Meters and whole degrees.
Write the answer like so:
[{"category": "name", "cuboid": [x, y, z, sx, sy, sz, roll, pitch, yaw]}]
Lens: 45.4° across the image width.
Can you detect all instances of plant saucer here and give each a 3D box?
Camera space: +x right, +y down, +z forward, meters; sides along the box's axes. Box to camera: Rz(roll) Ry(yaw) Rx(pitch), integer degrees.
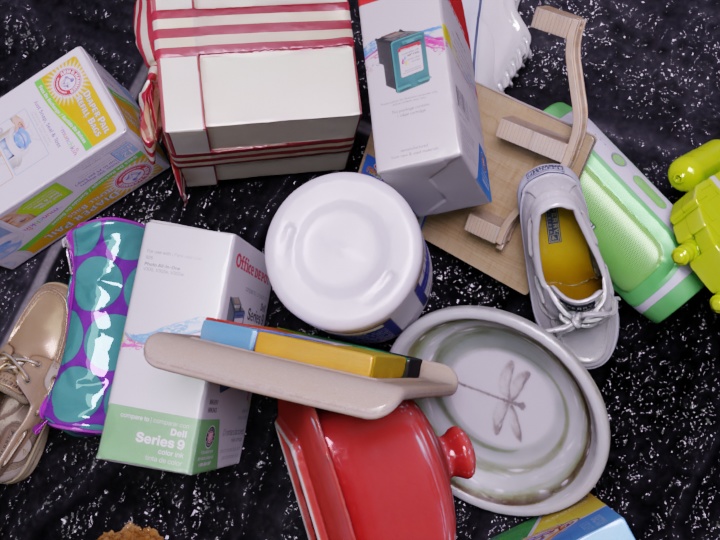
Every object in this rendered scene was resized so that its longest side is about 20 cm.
[{"category": "plant saucer", "cuboid": [0.116, 0.113, 0.732, 0.200, 0.050, 0.201, 14, 120, 25]}]

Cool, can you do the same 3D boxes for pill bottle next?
[{"category": "pill bottle", "cuboid": [0.000, 0.000, 0.722, 0.119, 0.200, 0.120, -1, 80, 8]}]

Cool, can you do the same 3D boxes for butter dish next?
[{"category": "butter dish", "cuboid": [0.023, 0.167, 0.695, 0.147, 0.200, 0.200, -17, 92, -11]}]

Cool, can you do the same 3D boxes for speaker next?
[{"category": "speaker", "cuboid": [0.218, -0.052, 0.755, 0.088, 0.088, 0.200, -40, 77, 0]}]

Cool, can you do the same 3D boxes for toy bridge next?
[{"category": "toy bridge", "cuboid": [0.145, -0.106, 0.702, 0.067, 0.027, 0.201, 27, 116, 24]}]

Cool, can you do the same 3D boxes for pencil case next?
[{"category": "pencil case", "cuboid": [-0.243, 0.055, 0.805, 0.092, 0.085, 0.201, 9, 80, -26]}]

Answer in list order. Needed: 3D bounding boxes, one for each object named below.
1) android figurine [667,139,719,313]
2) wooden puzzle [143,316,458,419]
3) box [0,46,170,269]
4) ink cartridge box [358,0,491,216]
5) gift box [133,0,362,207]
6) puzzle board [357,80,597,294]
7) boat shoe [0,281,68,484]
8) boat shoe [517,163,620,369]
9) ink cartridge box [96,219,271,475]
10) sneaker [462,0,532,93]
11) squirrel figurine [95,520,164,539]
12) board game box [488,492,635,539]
[{"category": "android figurine", "cuboid": [0.328, -0.028, 0.708, 0.200, 0.041, 0.182, -29, 76, -35]}, {"category": "wooden puzzle", "cuboid": [-0.033, 0.065, 0.642, 0.184, 0.200, 0.037, 11, 92, 19]}, {"category": "box", "cuboid": [-0.305, -0.103, 0.829, 0.200, 0.112, 0.102, -33, 76, 3]}, {"category": "ink cartridge box", "cuboid": [0.051, -0.158, 0.689, 0.067, 0.116, 0.201, -11, 73, 17]}, {"category": "gift box", "cuboid": [-0.106, -0.168, 0.781, 0.186, 0.200, 0.185, -5, 76, -8]}, {"category": "puzzle board", "cuboid": [0.093, -0.090, 0.768, 0.200, 0.017, 0.151, 31, 118, 24]}, {"category": "boat shoe", "cuboid": [-0.319, 0.107, 0.820, 0.071, 0.065, 0.201, 12, 83, 10]}, {"category": "boat shoe", "cuboid": [0.175, 0.018, 0.699, 0.074, 0.086, 0.202, -11, 123, 11]}, {"category": "ink cartridge box", "cuboid": [-0.147, 0.070, 0.760, 0.087, 0.145, 0.201, 7, 81, 9]}, {"category": "sneaker", "cuboid": [0.124, -0.201, 0.802, 0.071, 0.073, 0.201, 4, 81, 12]}, {"category": "squirrel figurine", "cuboid": [-0.180, 0.315, 0.732, 0.186, 0.142, 0.200, -30, 80, -4]}, {"category": "board game box", "cuboid": [0.130, 0.230, 0.664, 0.153, 0.200, 0.040, -27, 78, 2]}]
